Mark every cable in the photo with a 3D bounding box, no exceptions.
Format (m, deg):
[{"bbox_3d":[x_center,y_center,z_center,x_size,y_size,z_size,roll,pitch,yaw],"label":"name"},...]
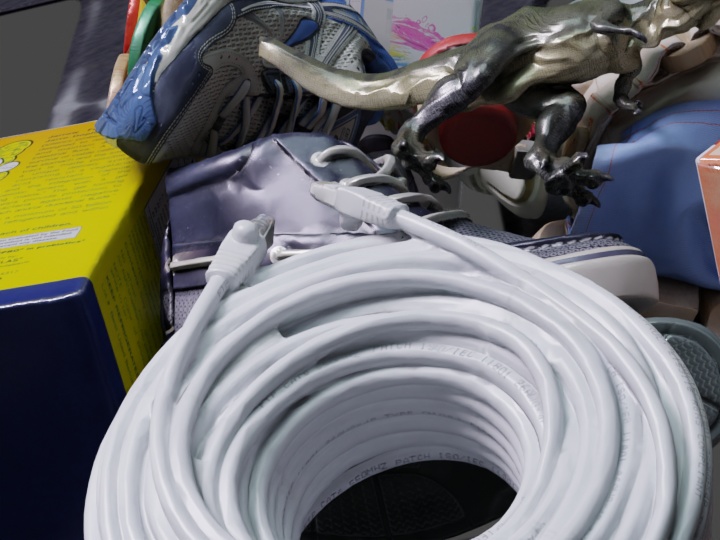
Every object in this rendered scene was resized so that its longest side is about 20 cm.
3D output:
[{"bbox_3d":[0.011,0.074,0.794,0.199,0.070,0.200,19,53,28],"label":"cable"}]

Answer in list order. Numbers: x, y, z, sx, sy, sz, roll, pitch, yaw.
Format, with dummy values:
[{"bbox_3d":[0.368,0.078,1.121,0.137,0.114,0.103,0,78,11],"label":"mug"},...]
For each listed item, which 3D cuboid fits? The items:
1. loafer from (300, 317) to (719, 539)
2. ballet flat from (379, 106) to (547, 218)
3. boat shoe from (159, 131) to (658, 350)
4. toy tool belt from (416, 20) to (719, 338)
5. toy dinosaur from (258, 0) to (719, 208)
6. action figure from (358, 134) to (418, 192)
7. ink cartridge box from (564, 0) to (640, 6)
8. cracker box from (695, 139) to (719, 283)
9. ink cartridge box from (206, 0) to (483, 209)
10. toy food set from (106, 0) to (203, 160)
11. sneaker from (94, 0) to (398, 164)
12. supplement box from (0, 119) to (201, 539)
[{"bbox_3d":[0.036,0.060,0.911,0.198,0.072,0.063,-8,-5,2],"label":"loafer"},{"bbox_3d":[0.096,-0.054,1.108,0.198,0.064,0.076,2,-16,21],"label":"ballet flat"},{"bbox_3d":[0.010,-0.013,0.942,0.199,0.094,0.075,-11,-12,21],"label":"boat shoe"},{"bbox_3d":[0.121,-0.031,0.972,0.198,0.125,0.123,5,44,-10],"label":"toy tool belt"},{"bbox_3d":[0.052,-0.066,0.930,0.198,0.048,0.089,-9,47,18],"label":"toy dinosaur"},{"bbox_3d":[0.000,0.000,1.065,0.129,0.070,0.200,-7,26,-1],"label":"action figure"},{"bbox_3d":[0.179,-0.111,1.214,0.115,0.067,0.199,-28,26,-30],"label":"ink cartridge box"},{"bbox_3d":[0.200,-0.016,0.881,0.057,0.135,0.200,5,28,40],"label":"cracker box"},{"bbox_3d":[-0.004,-0.125,1.216,0.124,0.202,0.129,5,23,2],"label":"ink cartridge box"},{"bbox_3d":[-0.094,-0.122,1.252,0.048,0.200,0.200,8,-2,0],"label":"toy food set"},{"bbox_3d":[-0.035,-0.076,1.042,0.077,0.085,0.200,-52,-7,27],"label":"sneaker"},{"bbox_3d":[-0.125,0.024,1.019,0.109,0.110,0.200,-9,22,13],"label":"supplement box"}]
